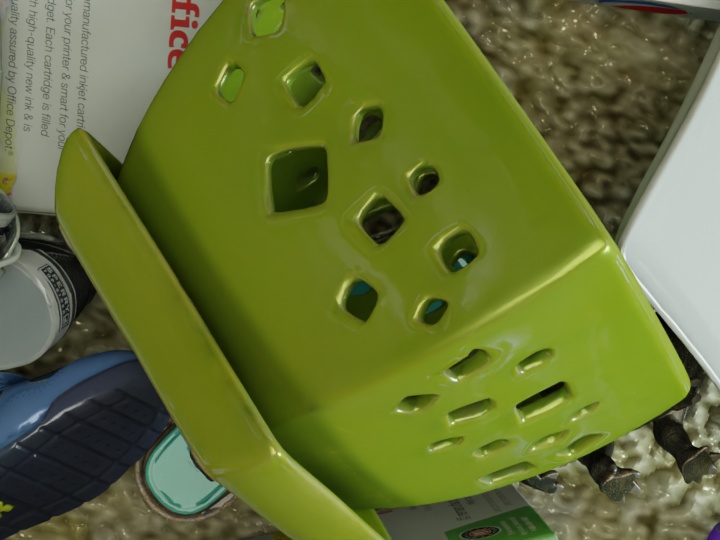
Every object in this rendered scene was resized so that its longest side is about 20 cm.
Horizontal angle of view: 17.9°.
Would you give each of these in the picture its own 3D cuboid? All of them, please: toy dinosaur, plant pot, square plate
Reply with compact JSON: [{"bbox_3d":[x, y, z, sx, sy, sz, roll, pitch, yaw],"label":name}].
[{"bbox_3d":[0.112,0.058,1.090,0.199,0.102,0.077,-32,124,9],"label":"toy dinosaur"},{"bbox_3d":[0.000,0.000,0.948,0.181,0.199,0.200,-35,64,2],"label":"plant pot"},{"bbox_3d":[0.191,-0.025,1.041,0.198,0.028,0.201,50,57,-37],"label":"square plate"}]

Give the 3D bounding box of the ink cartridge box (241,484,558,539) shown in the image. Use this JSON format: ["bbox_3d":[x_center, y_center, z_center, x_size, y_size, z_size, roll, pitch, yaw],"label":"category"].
[{"bbox_3d":[-0.009,0.167,1.050,0.199,0.145,0.084,-12,95,-4],"label":"ink cartridge box"}]

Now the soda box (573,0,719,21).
[{"bbox_3d":[0.108,-0.162,1.082,0.199,0.064,0.069,7,92,-6],"label":"soda box"}]

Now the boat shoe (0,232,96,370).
[{"bbox_3d":[-0.217,0.011,1.063,0.198,0.068,0.074,-9,105,20],"label":"boat shoe"}]

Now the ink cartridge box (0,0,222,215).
[{"bbox_3d":[-0.157,-0.107,1.036,0.199,0.083,0.147,5,112,-5],"label":"ink cartridge box"}]

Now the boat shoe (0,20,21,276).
[{"bbox_3d":[-0.181,-0.025,0.965,0.071,0.070,0.202,7,102,22],"label":"boat shoe"}]

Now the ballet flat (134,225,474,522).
[{"bbox_3d":[-0.025,0.043,1.081,0.200,0.067,0.068,-34,90,-3],"label":"ballet flat"}]

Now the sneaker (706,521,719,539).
[{"bbox_3d":[0.179,0.224,1.107,0.099,0.070,0.201,-14,94,-1],"label":"sneaker"}]

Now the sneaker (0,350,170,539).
[{"bbox_3d":[-0.178,0.080,1.050,0.199,0.074,0.083,-29,55,12],"label":"sneaker"}]
